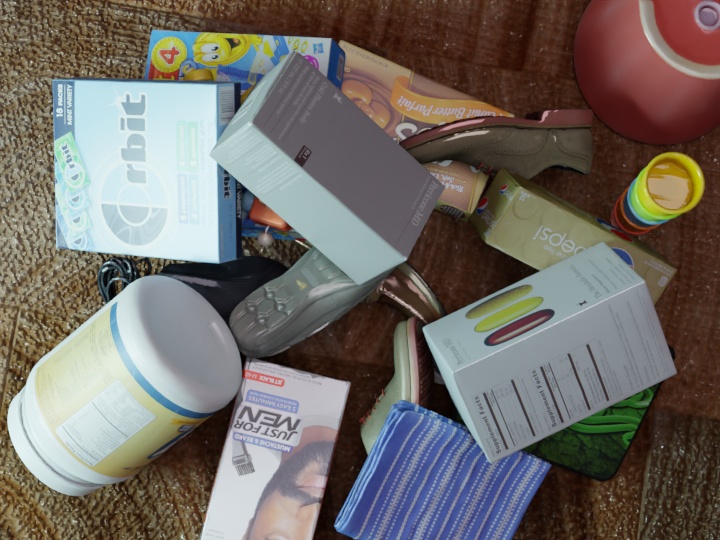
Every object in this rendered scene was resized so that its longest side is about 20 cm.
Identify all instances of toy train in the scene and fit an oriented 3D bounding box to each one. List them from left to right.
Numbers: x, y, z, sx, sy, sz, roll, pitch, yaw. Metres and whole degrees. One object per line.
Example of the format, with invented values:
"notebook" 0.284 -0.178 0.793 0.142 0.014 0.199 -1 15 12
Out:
"toy train" -0.129 -0.119 1.603 0.200 0.056 0.151 21 85 17

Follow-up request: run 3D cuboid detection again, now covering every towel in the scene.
"towel" 0.083 0.222 1.625 0.200 0.024 0.145 24 95 -28

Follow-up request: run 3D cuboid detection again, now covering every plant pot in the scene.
"plant pot" 0.333 -0.242 1.691 0.200 0.177 0.201 1 82 -5

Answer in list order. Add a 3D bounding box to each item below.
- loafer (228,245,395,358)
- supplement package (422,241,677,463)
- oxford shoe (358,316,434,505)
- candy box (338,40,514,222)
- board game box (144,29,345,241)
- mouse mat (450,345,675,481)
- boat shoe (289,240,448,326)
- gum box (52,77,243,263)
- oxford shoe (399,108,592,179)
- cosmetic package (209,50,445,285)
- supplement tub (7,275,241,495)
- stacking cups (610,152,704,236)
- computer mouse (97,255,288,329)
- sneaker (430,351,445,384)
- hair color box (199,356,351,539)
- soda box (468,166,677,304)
"loafer" -0.039 0.019 1.621 0.200 0.070 0.070 -30 64 -11
"supplement package" 0.179 0.077 1.572 0.200 0.114 0.110 -26 114 -4
"oxford shoe" 0.032 0.144 1.646 0.075 0.070 0.201 4 97 16
"candy box" 0.046 -0.144 1.712 0.200 0.055 0.116 24 82 -2
"board game box" -0.126 -0.137 1.664 0.195 0.056 0.201 4 81 16
"mouse mat" 0.205 0.118 1.659 0.200 0.008 0.161 20 103 -20
"boat shoe" 0.000 0.000 1.684 0.200 0.076 0.074 42 86 10
"gum box" -0.208 -0.100 1.600 0.200 0.045 0.170 6 101 30
"oxford shoe" 0.139 -0.117 1.649 0.199 0.070 0.075 -6 93 -6
"cosmetic package" -0.029 -0.093 1.543 0.200 0.090 0.107 38 54 -15
"supplement tub" -0.227 0.113 1.571 0.200 0.145 0.145 -38 86 27
"stacking cups" 0.292 -0.073 1.650 0.060 0.200 0.061 0 84 -2
"computer mouse" -0.158 0.041 1.642 0.199 0.139 0.053 -8 40 -15
"sneaker" 0.157 0.059 1.677 0.199 0.087 0.074 -21 84 -8
"hair color box" -0.087 0.197 1.648 0.111 0.064 0.201 14 82 -4
"soda box" 0.211 -0.025 1.638 0.200 0.064 0.068 26 104 -22
